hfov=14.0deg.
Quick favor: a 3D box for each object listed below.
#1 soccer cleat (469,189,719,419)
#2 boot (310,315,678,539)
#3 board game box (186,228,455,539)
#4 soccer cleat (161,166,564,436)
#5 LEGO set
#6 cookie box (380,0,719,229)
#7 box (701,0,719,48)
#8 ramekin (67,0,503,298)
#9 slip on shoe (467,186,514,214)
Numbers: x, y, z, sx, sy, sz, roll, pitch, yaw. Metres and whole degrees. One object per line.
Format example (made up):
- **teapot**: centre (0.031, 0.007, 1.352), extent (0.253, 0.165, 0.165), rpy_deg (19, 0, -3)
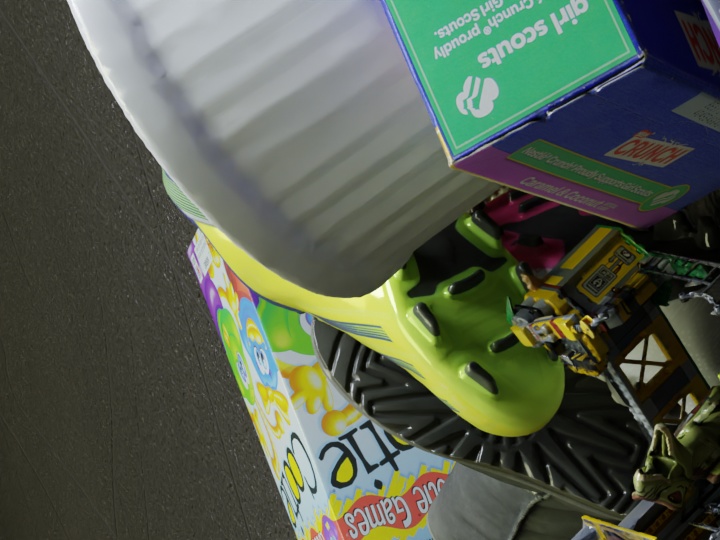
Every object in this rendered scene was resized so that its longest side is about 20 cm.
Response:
- **soccer cleat**: centre (0.097, 0.015, 1.146), extent (0.087, 0.070, 0.200), rpy_deg (70, 167, -17)
- **boot**: centre (0.052, 0.078, 1.255), extent (0.181, 0.073, 0.200), rpy_deg (32, 167, 2)
- **board game box**: centre (-0.001, 0.053, 1.471), extent (0.105, 0.103, 0.201), rpy_deg (124, 126, -72)
- **soccer cleat**: centre (0.000, -0.001, 1.141), extent (0.200, 0.065, 0.084), rpy_deg (41, 141, 18)
- **LEGO set**: centre (0.113, 0.076, 0.970), extent (0.200, 0.116, 0.154), rpy_deg (20, 147, 51)
- **cookie box**: centre (0.054, -0.124, 0.965), extent (0.171, 0.075, 0.201), rpy_deg (15, -131, -64)
- **box**: centre (0.160, -0.084, 0.739), extent (0.148, 0.104, 0.201), rpy_deg (140, 111, -73)
- **ramekin**: centre (-0.011, -0.100, 1.029), extent (0.200, 0.098, 0.201), rpy_deg (45, -153, -31)
- **slip on shoe**: centre (0.049, -0.010, 1.295), extent (0.061, 0.074, 0.201), rpy_deg (-107, 13, -45)
